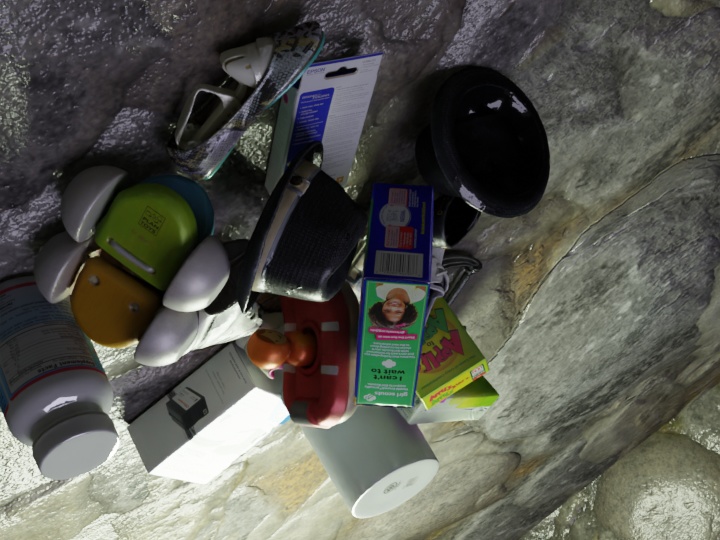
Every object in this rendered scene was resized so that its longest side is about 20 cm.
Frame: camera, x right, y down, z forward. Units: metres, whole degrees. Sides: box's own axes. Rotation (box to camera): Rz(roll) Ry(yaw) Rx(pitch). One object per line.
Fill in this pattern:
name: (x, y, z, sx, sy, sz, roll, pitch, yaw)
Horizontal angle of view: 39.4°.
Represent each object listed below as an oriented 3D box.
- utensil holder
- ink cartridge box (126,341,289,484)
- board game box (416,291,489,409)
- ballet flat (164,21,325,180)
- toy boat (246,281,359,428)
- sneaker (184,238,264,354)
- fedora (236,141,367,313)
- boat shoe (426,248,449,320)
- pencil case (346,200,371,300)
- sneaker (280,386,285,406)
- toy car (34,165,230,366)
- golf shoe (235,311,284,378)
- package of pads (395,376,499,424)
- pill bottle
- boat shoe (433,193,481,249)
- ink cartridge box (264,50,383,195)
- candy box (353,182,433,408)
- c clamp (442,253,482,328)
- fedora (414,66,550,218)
utensil holder: (0.007, 0.263, 1.588, 0.170, 0.200, 0.170, -23, 149, -15)
ink cartridge box: (-0.201, 0.206, 1.416, 0.200, 0.084, 0.145, -39, 150, 10)
board game box: (0.080, 0.079, 1.384, 0.101, 0.200, 0.048, -32, 150, -3)
ballet flat: (-0.119, -0.171, 0.964, 0.200, 0.072, 0.072, -46, 148, 19)
toy boat: (-0.079, 0.094, 1.241, 0.131, 0.200, 0.130, 4, 173, -33)
sneaker: (-0.152, 0.026, 1.230, 0.115, 0.076, 0.200, -9, 151, -50)
fedora: (-0.049, -0.031, 1.026, 0.201, 0.091, 0.201, 24, 90, -87)
boat shoe: (0.087, 0.016, 1.346, 0.074, 0.065, 0.200, 34, 75, -57)
pencil case: (0.000, 0.000, 1.315, 0.089, 0.078, 0.200, 1, 136, -38)
sneaker: (-0.057, 0.157, 1.439, 0.082, 0.075, 0.200, -44, 176, 33)
toy car: (-0.217, -0.017, 1.028, 0.200, 0.175, 0.150, -56, 178, 34)
golf shoe: (-0.071, 0.097, 1.377, 0.200, 0.092, 0.075, -12, 143, -35)
package of pads: (0.104, 0.165, 1.583, 0.200, 0.155, 0.068, 8, 124, -49)
pill bottle: (-0.322, 0.110, 1.039, 0.109, 0.200, 0.109, -24, 150, -15)
boat shoe: (0.125, -0.074, 1.277, 0.201, 0.063, 0.074, -33, 121, -53)
ink cartridge box: (-0.042, -0.159, 1.082, 0.095, 0.037, 0.200, -16, 149, -27)
candy box: (0.038, 0.029, 1.147, 0.077, 0.169, 0.200, 4, 131, 2)
c clamp: (0.125, 0.037, 1.550, 0.171, 0.027, 0.200, -8, 143, -29)
fedora: (0.134, -0.143, 1.195, 0.200, 0.201, 0.092, -2, 171, -43)
